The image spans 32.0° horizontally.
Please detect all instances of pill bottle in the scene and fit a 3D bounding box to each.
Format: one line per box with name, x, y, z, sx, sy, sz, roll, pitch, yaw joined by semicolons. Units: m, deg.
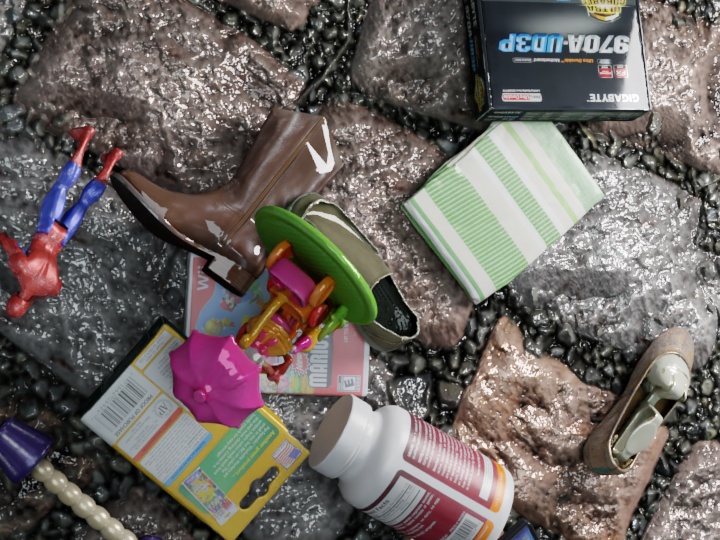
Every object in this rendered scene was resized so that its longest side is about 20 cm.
pill bottle;0.051;0.212;1.304;0.199;0.113;0.114;32;81;-15

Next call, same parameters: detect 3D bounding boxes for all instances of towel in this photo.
towel;0.157;-0.079;1.389;0.200;0.023;0.153;-41;101;-15

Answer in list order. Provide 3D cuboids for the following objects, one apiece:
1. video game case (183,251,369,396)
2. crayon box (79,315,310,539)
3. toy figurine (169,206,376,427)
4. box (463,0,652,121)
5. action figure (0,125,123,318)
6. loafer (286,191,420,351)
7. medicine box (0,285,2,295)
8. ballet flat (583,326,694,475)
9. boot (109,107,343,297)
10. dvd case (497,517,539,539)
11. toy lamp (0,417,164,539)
video game case;-0.085;0.057;1.314;0.198;0.017;0.145;3;89;-17
crayon box;-0.165;0.160;1.258;0.200;0.052;0.126;43;87;-14
toy figurine;-0.100;0.067;1.184;0.150;0.200;0.184;39;72;10
box;0.215;-0.246;1.385;0.198;0.046;0.161;-1;80;-17
action figure;-0.308;-0.037;1.220;0.065;0.099;0.201;39;54;-31
loafer;0.000;0.000;1.287;0.075;0.069;0.200;-49;113;-22
medicine box;-0.448;-0.044;1.158;0.198;0.103;0.184;-12;93;-18
ballet flat;0.329;0.151;1.415;0.068;0.067;0.201;38;79;-14
boot;-0.129;-0.104;1.273;0.186;0.064;0.201;41;74;-21
dvd case;0.164;0.380;1.351;0.142;0.018;0.201;-38;119;-17
toy lamp;-0.281;0.221;1.232;0.200;0.058;0.058;44;78;-15
